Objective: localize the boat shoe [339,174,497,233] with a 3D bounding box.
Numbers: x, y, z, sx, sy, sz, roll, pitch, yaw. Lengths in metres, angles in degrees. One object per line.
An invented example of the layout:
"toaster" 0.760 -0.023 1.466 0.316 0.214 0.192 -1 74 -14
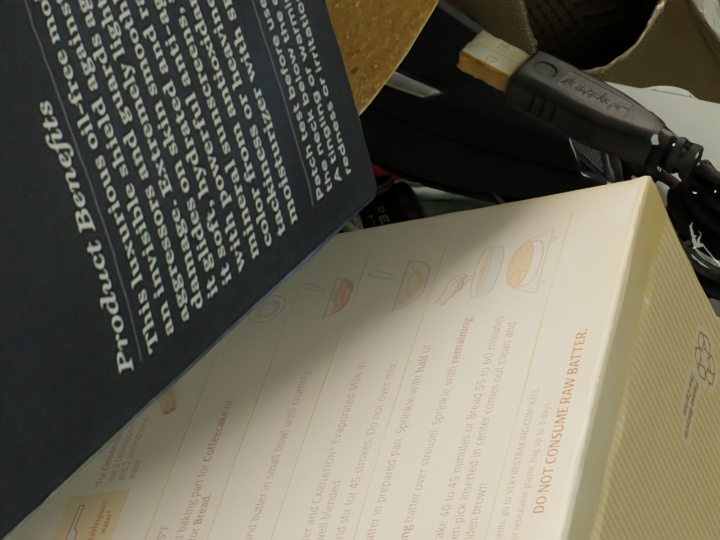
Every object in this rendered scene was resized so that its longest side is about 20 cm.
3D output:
"boat shoe" 0.000 0.000 0.816 0.199 0.071 0.072 -9 64 -35

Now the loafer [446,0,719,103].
"loafer" 0.089 -0.074 1.059 0.200 0.067 0.076 44 79 -20

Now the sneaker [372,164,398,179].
"sneaker" -0.036 -0.045 0.862 0.200 0.078 0.116 46 48 -31

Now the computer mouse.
"computer mouse" 0.026 -0.038 0.749 0.046 0.200 0.140 -55 164 1

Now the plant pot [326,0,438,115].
"plant pot" -0.101 -0.123 0.643 0.200 0.186 0.187 29 54 -42

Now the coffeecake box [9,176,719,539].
"coffeecake box" -0.027 0.069 0.667 0.073 0.199 0.154 61 31 -35

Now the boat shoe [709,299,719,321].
"boat shoe" 0.018 0.062 0.790 0.057 0.199 0.067 56 -16 37

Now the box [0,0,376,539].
"box" -0.133 -0.015 0.481 0.198 0.199 0.124 -43 120 -60

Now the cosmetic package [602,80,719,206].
"cosmetic package" 0.129 0.030 0.908 0.113 0.081 0.200 8 31 -39
